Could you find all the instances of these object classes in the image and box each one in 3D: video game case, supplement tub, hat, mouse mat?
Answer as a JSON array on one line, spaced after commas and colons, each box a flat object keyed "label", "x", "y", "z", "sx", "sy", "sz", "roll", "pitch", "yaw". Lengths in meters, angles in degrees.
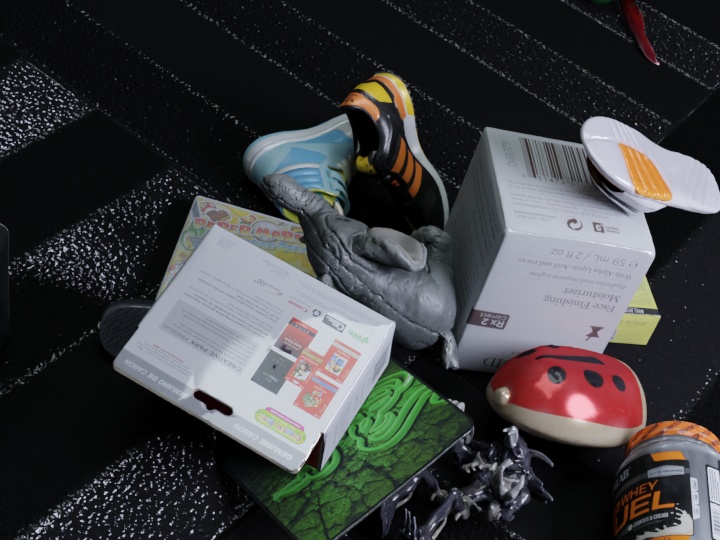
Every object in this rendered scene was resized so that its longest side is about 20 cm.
[{"label": "video game case", "x": -0.103, "y": 0.008, "z": 1.395, "sx": 0.197, "sy": 0.023, "sz": 0.183, "roll": 16, "pitch": 42, "yaw": -2}, {"label": "supplement tub", "x": 0.293, "y": 0.245, "z": 1.209, "sx": 0.121, "sy": 0.123, "sz": 0.201, "roll": 14, "pitch": 42, "yaw": -3}, {"label": "hat", "x": 0.359, "y": -0.410, "z": 1.988, "sx": 0.163, "sy": 0.179, "sz": 0.200, "roll": 9, "pitch": 5, "yaw": -7}, {"label": "mouse mat", "x": -0.014, "y": 0.159, "z": 1.207, "sx": 0.199, "sy": 0.008, "sz": 0.160, "roll": -35, "pitch": 44, "yaw": -21}]

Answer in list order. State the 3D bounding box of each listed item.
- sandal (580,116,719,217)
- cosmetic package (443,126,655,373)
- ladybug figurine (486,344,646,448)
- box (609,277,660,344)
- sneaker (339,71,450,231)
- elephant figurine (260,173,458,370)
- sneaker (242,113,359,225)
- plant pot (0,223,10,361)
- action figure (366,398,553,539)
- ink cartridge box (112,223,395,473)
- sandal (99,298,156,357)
[{"label": "sandal", "x": 0.281, "y": -0.086, "z": 1.309, "sx": 0.205, "sy": 0.059, "sz": 0.080, "roll": 17, "pitch": 53, "yaw": -36}, {"label": "cosmetic package", "x": 0.184, "y": -0.013, "z": 1.381, "sx": 0.163, "sy": 0.201, "sz": 0.166, "roll": 8, "pitch": 42, "yaw": -12}, {"label": "ladybug figurine", "x": 0.210, "y": 0.121, "z": 1.307, "sx": 0.198, "sy": 0.073, "sz": 0.135, "roll": 5, "pitch": 20, "yaw": -41}, {"label": "box", "x": 0.281, "y": -0.006, "z": 1.519, "sx": 0.074, "sy": 0.050, "sz": 0.201, "roll": 4, "pitch": 45, "yaw": -14}, {"label": "sneaker", "x": 0.031, "y": -0.115, "z": 1.471, "sx": 0.069, "sy": 0.202, "sz": 0.090, "roll": -1, "pitch": 25, "yaw": 47}, {"label": "elephant figurine", "x": 0.000, "y": 0.000, "z": 1.306, "sx": 0.154, "sy": 0.143, "sz": 0.199, "roll": 4, "pitch": -15, "yaw": 43}, {"label": "sneaker", "x": -0.023, "y": -0.107, "z": 1.504, "sx": 0.198, "sy": 0.080, "sz": 0.131, "roll": -18, "pitch": 50, "yaw": -20}, {"label": "plant pot", "x": -0.418, "y": 0.069, "z": 1.117, "sx": 0.197, "sy": 0.201, "sz": 0.179, "roll": 11, "pitch": 56, "yaw": -7}, {"label": "action figure", "x": 0.104, "y": 0.189, "z": 1.222, "sx": 0.199, "sy": 0.103, "sz": 0.119, "roll": -24, "pitch": 45, "yaw": -34}, {"label": "ink cartridge box", "x": -0.097, "y": 0.085, "z": 1.192, "sx": 0.198, "sy": 0.084, "sz": 0.176, "roll": 28, "pitch": 60, "yaw": 12}, {"label": "sandal", "x": -0.156, "y": 0.059, "z": 1.295, "sx": 0.197, "sy": 0.077, "sz": 0.043, "roll": 11, "pitch": 16, "yaw": -8}]
